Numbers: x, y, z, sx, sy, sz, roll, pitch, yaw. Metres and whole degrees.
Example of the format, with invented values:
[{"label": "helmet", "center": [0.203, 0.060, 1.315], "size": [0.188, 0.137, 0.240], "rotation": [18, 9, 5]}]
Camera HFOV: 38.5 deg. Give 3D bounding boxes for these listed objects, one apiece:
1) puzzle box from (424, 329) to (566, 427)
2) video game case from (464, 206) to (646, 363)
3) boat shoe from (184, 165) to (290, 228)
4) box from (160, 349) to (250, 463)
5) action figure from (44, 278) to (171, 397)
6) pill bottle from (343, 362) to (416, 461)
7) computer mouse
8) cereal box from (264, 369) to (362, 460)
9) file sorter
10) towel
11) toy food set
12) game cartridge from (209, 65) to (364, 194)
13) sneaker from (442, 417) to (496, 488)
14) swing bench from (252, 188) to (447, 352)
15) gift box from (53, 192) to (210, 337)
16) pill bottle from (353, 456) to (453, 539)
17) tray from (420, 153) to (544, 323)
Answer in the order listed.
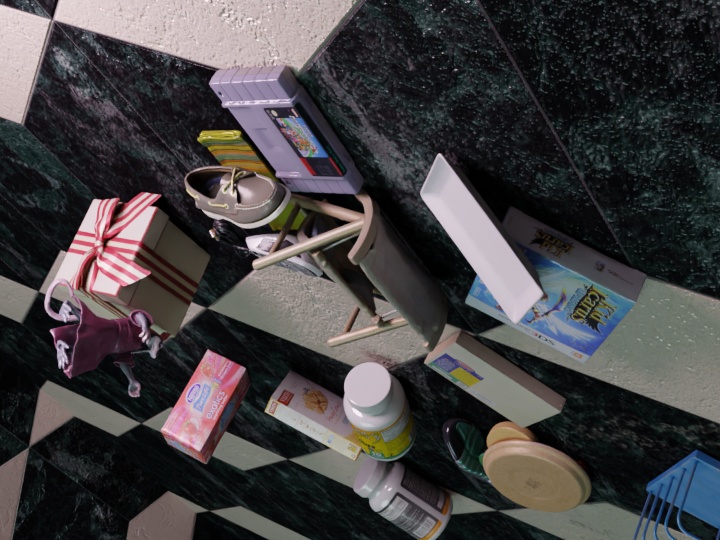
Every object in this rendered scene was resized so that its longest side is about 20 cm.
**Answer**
[{"label": "puzzle box", "center": [0.206, 0.170, 1.599], "size": [0.198, 0.026, 0.133], "rotation": [34, 155, -6]}, {"label": "video game case", "center": [0.234, 0.024, 1.279], "size": [0.179, 0.046, 0.201], "rotation": [26, 154, 6]}, {"label": "boat shoe", "center": [-0.171, -0.106, 1.398], "size": [0.200, 0.073, 0.060], "rotation": [9, 151, 50]}, {"label": "box", "center": [-0.323, 0.285, 2.169], "size": [0.101, 0.202, 0.095], "rotation": [24, 157, 12]}, {"label": "action figure", "center": [-0.392, 0.106, 1.622], "size": [0.198, 0.135, 0.149], "rotation": [2, -143, -49]}, {"label": "pill bottle", "center": [0.031, 0.248, 1.825], "size": [0.111, 0.114, 0.201], "rotation": [18, 153, 23]}, {"label": "computer mouse", "center": [-0.130, -0.036, 1.542], "size": [0.197, 0.045, 0.110], "rotation": [16, 166, 34]}, {"label": "cereal box", "center": [-0.074, 0.276, 1.978], "size": [0.197, 0.040, 0.144], "rotation": [28, -160, 3]}, {"label": "file sorter", "center": [0.509, 0.379, 1.543], "size": [0.137, 0.124, 0.201], "rotation": [27, 155, 6]}, {"label": "towel", "center": [-0.144, -0.122, 1.449], "size": [0.085, 0.018, 0.201], "rotation": [7, 147, 41]}, {"label": "toy food set", "center": [0.299, 0.346, 1.768], "size": [0.196, 0.049, 0.200], "rotation": [18, 141, 10]}, {"label": "game cartridge", "center": [-0.089, -0.170, 1.286], "size": [0.128, 0.039, 0.201], "rotation": [11, 149, 43]}, {"label": "sneaker", "center": [0.191, 0.330, 1.855], "size": [0.087, 0.075, 0.200], "rotation": [5, 146, 50]}, {"label": "swing bench", "center": [0.000, 0.000, 1.395], "size": [0.197, 0.131, 0.199], "rotation": [-3, 139, 41]}, {"label": "gift box", "center": [-0.371, -0.014, 1.711], "size": [0.197, 0.188, 0.187], "rotation": [2, 154, 34]}, {"label": "pill bottle", "center": [0.090, 0.478, 2.180], "size": [0.198, 0.118, 0.116], "rotation": [35, 154, -10]}, {"label": "tray", "center": [0.144, -0.039, 1.202], "size": [0.201, 0.022, 0.108], "rotation": [55, 159, 13]}]
